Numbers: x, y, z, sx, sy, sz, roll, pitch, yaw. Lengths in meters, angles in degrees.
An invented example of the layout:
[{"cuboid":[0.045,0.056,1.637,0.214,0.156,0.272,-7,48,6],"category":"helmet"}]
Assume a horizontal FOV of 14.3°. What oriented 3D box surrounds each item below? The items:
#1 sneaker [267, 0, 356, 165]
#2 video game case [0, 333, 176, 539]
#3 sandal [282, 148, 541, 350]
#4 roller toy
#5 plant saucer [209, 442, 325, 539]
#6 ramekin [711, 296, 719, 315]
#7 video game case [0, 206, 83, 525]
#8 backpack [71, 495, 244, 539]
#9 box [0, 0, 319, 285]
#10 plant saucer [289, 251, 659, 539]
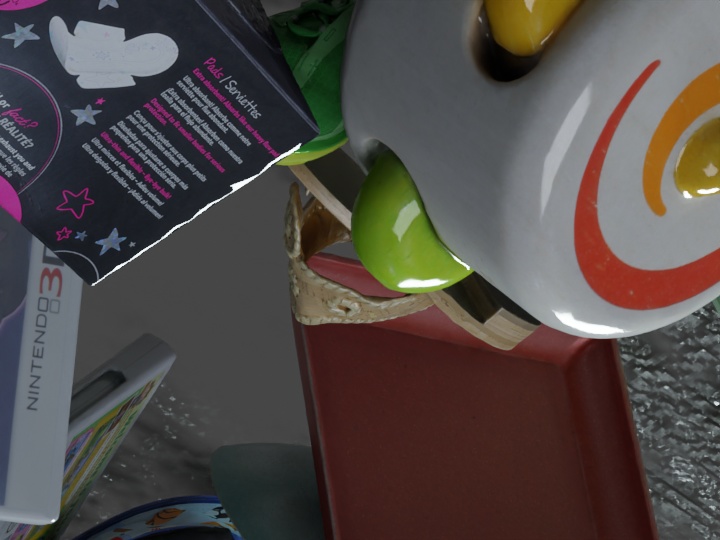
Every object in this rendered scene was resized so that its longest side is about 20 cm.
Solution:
[{"cuboid":[0.008,-0.106,1.194,0.200,0.074,0.084,-19,139,-20],"category":"sneaker"},{"cuboid":[-0.176,0.132,1.323,0.200,0.022,0.182,-56,171,27],"category":"video game case"},{"cuboid":[0.002,0.004,1.312,0.070,0.078,0.212,-41,143,14],"category":"sandal"},{"cuboid":[0.099,-0.075,1.122,0.182,0.140,0.200,-14,130,-37],"category":"roller toy"},{"cuboid":[0.015,0.141,1.392,0.039,0.201,0.201,-50,135,11],"category":"plant saucer"},{"cuboid":[0.249,-0.027,1.364,0.200,0.098,0.200,-12,141,-10],"category":"ramekin"},{"cuboid":[-0.203,0.002,1.159,0.200,0.183,0.023,10,171,-32],"category":"video game case"},{"cuboid":[-0.079,0.206,1.394,0.200,0.154,0.191,-18,103,3],"category":"backpack"},{"cuboid":[-0.122,-0.114,1.075,0.115,0.132,0.200,-32,141,9],"category":"box"},{"cuboid":[0.052,0.100,1.357,0.199,0.200,0.037,12,145,-34],"category":"plant saucer"}]
